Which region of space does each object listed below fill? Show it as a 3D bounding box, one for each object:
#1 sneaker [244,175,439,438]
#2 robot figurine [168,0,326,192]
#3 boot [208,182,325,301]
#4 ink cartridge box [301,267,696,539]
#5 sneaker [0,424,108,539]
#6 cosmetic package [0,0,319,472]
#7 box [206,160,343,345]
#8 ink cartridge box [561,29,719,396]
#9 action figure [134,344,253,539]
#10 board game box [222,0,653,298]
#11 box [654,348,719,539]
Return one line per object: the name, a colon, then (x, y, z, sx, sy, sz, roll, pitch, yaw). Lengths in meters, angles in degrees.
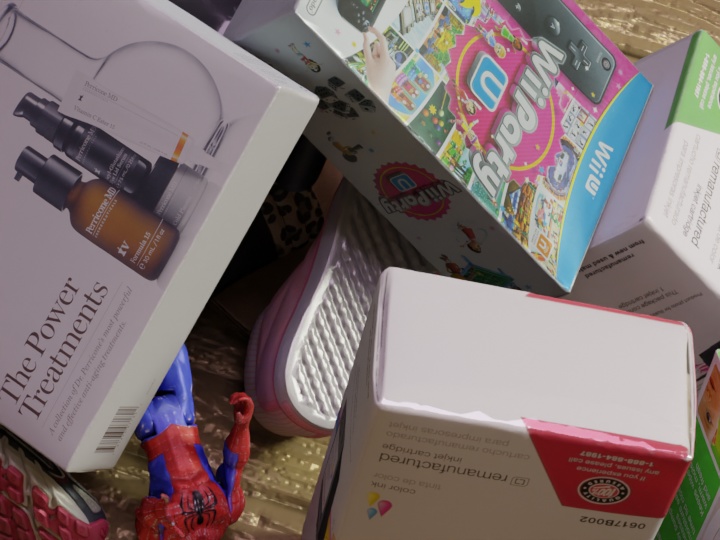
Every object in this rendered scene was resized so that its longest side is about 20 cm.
sneaker: (0.000, 0.000, 1.245, 0.075, 0.105, 0.201, 32, 69, -10)
robot figurine: (-0.094, -0.121, 1.205, 0.125, 0.150, 0.200, -46, 68, 4)
boot: (-0.129, -0.051, 1.275, 0.153, 0.074, 0.204, -32, 68, -16)
ink cartridge box: (0.058, 0.103, 1.114, 0.146, 0.201, 0.086, 9, 46, -6)
sneaker: (-0.195, 0.069, 1.166, 0.200, 0.081, 0.075, 37, 47, 21)
cosmetic package: (-0.133, -0.032, 1.101, 0.150, 0.201, 0.052, 33, 9, 21)
box: (-0.041, -0.074, 1.333, 0.200, 0.021, 0.163, -42, 65, -16)
ink cartridge box: (0.197, 0.000, 1.258, 0.200, 0.084, 0.145, 43, 46, -23)
action figure: (-0.092, 0.059, 1.155, 0.065, 0.099, 0.201, -16, 83, -22)
board game box: (0.041, -0.098, 1.172, 0.200, 0.064, 0.148, 44, 51, -24)
box: (0.212, 0.165, 1.112, 0.096, 0.177, 0.201, -1, 48, -16)
